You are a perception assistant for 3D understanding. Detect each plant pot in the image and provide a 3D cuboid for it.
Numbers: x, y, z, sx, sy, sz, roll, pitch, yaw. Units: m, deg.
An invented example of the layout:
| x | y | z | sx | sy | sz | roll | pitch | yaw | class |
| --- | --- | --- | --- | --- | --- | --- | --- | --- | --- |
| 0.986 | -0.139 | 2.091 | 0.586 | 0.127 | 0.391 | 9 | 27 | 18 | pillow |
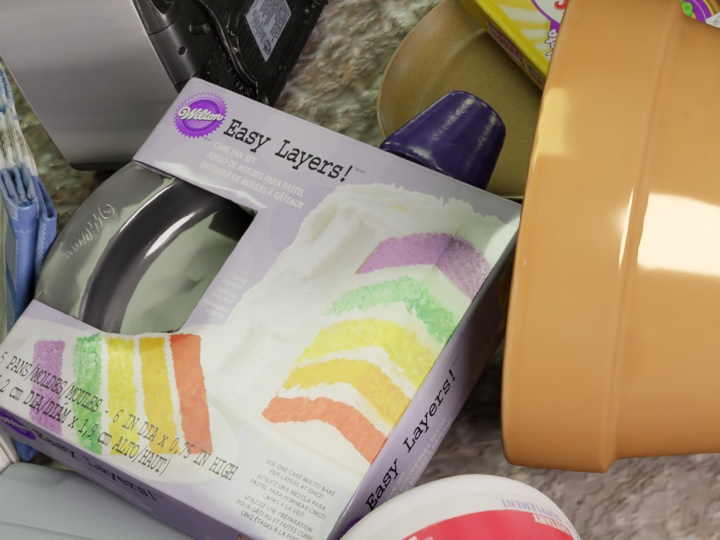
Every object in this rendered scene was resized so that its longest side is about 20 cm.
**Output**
| x | y | z | sx | sy | sz | roll | pitch | yaw | class |
| --- | --- | --- | --- | --- | --- | --- | --- | --- | --- |
| 0.107 | -0.098 | 1.058 | 0.199 | 0.028 | 0.201 | -14 | 41 | 12 | plant pot |
| 0.143 | -0.010 | 0.835 | 0.139 | 0.201 | 0.201 | 8 | 48 | 11 | plant pot |

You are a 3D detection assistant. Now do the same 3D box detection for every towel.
| x | y | z | sx | sy | sz | roll | pitch | yaw | class |
| --- | --- | --- | --- | --- | --- | --- | --- | --- | --- |
| -0.184 | -0.021 | 1.029 | 0.024 | 0.147 | 0.200 | -4 | 34 | -20 | towel |

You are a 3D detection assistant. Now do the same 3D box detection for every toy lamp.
| x | y | z | sx | sy | sz | roll | pitch | yaw | class |
| --- | --- | --- | --- | --- | --- | --- | --- | --- | --- |
| 0.000 | 0.000 | 0.962 | 0.058 | 0.058 | 0.200 | 19 | 65 | 39 | toy lamp |

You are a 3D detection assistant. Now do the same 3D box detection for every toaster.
| x | y | z | sx | sy | sz | roll | pitch | yaw | class |
| --- | --- | --- | --- | --- | --- | --- | --- | --- | --- |
| -0.110 | -0.160 | 1.115 | 0.118 | 0.181 | 0.200 | -3 | 44 | 27 | toaster |

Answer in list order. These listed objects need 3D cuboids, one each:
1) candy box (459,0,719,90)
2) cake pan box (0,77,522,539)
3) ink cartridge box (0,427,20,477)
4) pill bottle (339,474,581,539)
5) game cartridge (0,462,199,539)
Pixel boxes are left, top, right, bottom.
| x | y | z | sx | sy | sz | roll | pitch | yaw | class |
| --- | --- | --- | --- | --- | --- | --- | --- | --- | --- |
| 0.130 | -0.122 | 1.032 | 0.102 | 0.026 | 0.200 | -32 | 41 | -3 | candy box |
| -0.046 | 0.023 | 0.900 | 0.199 | 0.052 | 0.185 | 24 | 67 | 28 | cake pan box |
| -0.263 | 0.059 | 1.023 | 0.146 | 0.085 | 0.200 | -28 | 41 | -4 | ink cartridge box |
| 0.061 | 0.174 | 0.723 | 0.112 | 0.113 | 0.200 | -26 | 41 | -3 | pill bottle |
| -0.141 | 0.170 | 0.885 | 0.133 | 0.042 | 0.200 | 2 | 47 | 33 | game cartridge |
